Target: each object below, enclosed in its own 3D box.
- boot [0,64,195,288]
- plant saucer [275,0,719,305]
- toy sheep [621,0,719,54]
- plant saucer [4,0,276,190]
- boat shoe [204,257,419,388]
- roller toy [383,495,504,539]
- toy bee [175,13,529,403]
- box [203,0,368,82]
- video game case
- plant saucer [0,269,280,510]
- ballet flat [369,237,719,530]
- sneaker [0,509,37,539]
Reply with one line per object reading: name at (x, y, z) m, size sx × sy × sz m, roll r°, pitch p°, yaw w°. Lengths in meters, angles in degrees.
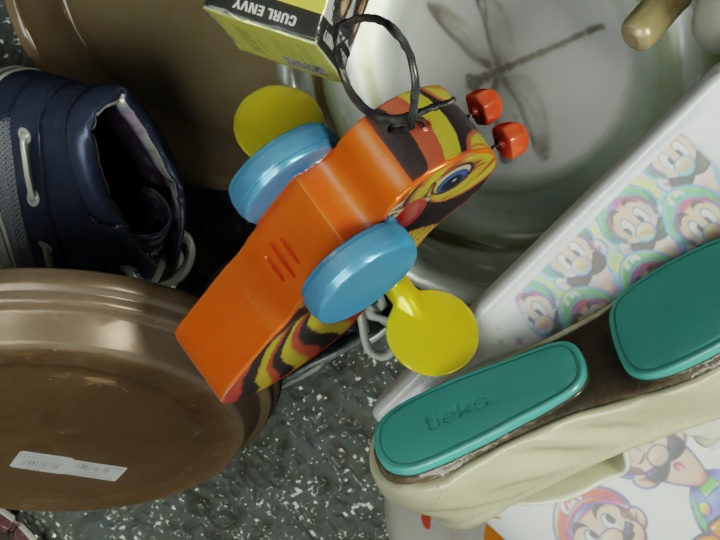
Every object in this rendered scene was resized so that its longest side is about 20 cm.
boot at (-0.108, 0.004, 1.241) m, size 0.090 × 0.073 × 0.201 m, roll 11°, pitch 134°, yaw 46°
plant saucer at (0.064, -0.085, 1.145) m, size 0.199 × 0.050 × 0.202 m, roll 0°, pitch 93°, yaw -3°
toy sheep at (0.185, -0.113, 1.064) m, size 0.200 × 0.138 × 0.138 m, roll 38°, pitch 122°, yaw 6°
plant saucer at (-0.062, -0.131, 1.211) m, size 0.199 × 0.029 × 0.201 m, roll 9°, pitch 117°, yaw 18°
boat shoe at (-0.002, -0.002, 1.219) m, size 0.199 × 0.068 × 0.074 m, roll -28°, pitch 116°, yaw 30°
roller toy at (0.105, 0.090, 1.188) m, size 0.183 × 0.140 × 0.200 m, roll 47°, pitch 122°, yaw -5°
toy bee at (0.013, -0.023, 1.066) m, size 0.200 × 0.108 × 0.132 m, roll -25°, pitch 87°, yaw 51°
box at (-0.001, -0.179, 1.082) m, size 0.050 × 0.075 × 0.201 m, roll 18°, pitch 84°, yaw 11°
video game case at (0.134, 0.050, 1.076) m, size 0.182 × 0.024 × 0.200 m, roll 43°, pitch 114°, yaw -5°
plant saucer at (-0.133, 0.057, 1.197) m, size 0.199 × 0.030 × 0.200 m, roll -1°, pitch 153°, yaw -1°
ballet flat at (0.099, 0.045, 1.040) m, size 0.199 × 0.070 × 0.070 m, roll -24°, pitch 105°, yaw 17°
sneaker at (-0.237, 0.137, 1.355) m, size 0.200 × 0.116 × 0.076 m, roll 43°, pitch 122°, yaw -3°
